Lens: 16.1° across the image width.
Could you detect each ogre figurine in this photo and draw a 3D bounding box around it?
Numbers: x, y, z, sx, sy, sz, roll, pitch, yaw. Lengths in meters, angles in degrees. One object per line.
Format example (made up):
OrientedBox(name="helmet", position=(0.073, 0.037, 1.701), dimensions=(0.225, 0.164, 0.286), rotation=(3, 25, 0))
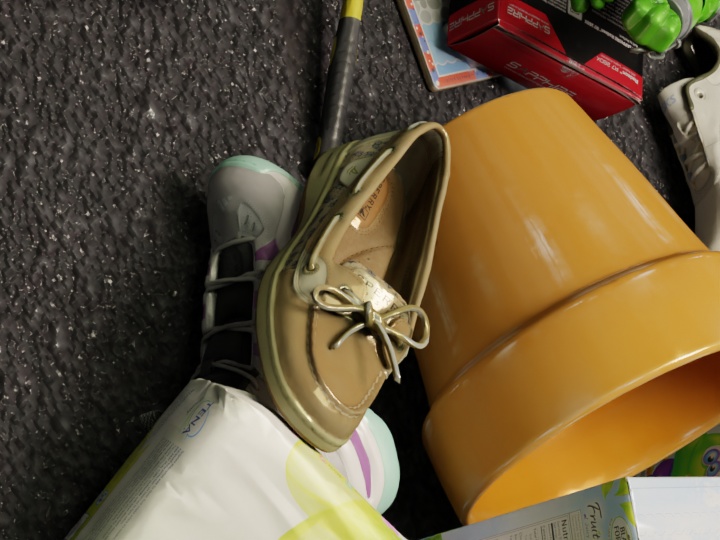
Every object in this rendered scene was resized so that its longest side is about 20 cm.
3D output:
OrientedBox(name="ogre figurine", position=(0.148, -0.200, 1.455), dimensions=(0.119, 0.099, 0.200), rotation=(3, 28, -46))

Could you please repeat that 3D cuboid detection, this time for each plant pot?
OrientedBox(name="plant pot", position=(0.101, 0.011, 1.370), dimensions=(0.199, 0.200, 0.184), rotation=(-10, 64, -45))

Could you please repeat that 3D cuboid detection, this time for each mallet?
OrientedBox(name="mallet", position=(-0.008, -0.144, 1.432), dimensions=(0.041, 0.066, 0.202), rotation=(14, 77, -15))

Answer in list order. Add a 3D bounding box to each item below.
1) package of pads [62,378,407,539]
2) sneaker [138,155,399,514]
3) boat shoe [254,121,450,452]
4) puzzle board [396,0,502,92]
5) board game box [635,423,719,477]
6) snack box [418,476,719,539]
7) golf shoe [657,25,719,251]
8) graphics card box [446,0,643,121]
OrientedBox(name="package of pads", position=(-0.046, 0.165, 1.201), dimensions=(0.200, 0.068, 0.155), rotation=(43, 78, -22))
OrientedBox(name="sneaker", position=(-0.063, 0.046, 1.267), dimensions=(0.139, 0.077, 0.201), rotation=(-17, 84, -46))
OrientedBox(name="boat shoe", position=(0.000, 0.000, 1.232), dimensions=(0.073, 0.062, 0.201), rotation=(43, 37, -29))
OrientedBox(name="puzzle board", position=(0.086, -0.196, 1.551), dimensions=(0.199, 0.017, 0.152), rotation=(-17, 85, -45))
OrientedBox(name="board game box", position=(0.256, 0.104, 1.454), dimensions=(0.103, 0.199, 0.106), rotation=(27, 56, -32))
OrientedBox(name="snack box", position=(0.126, 0.157, 1.311), dimensions=(0.168, 0.199, 0.068), rotation=(4, 70, -41))
OrientedBox(name="golf shoe", position=(0.221, -0.071, 1.601), dimensions=(0.097, 0.078, 0.201), rotation=(28, 48, -11))
OrientedBox(name="graphics card box", position=(0.116, -0.204, 1.536), dimensions=(0.125, 0.051, 0.202), rotation=(23, 61, -35))
